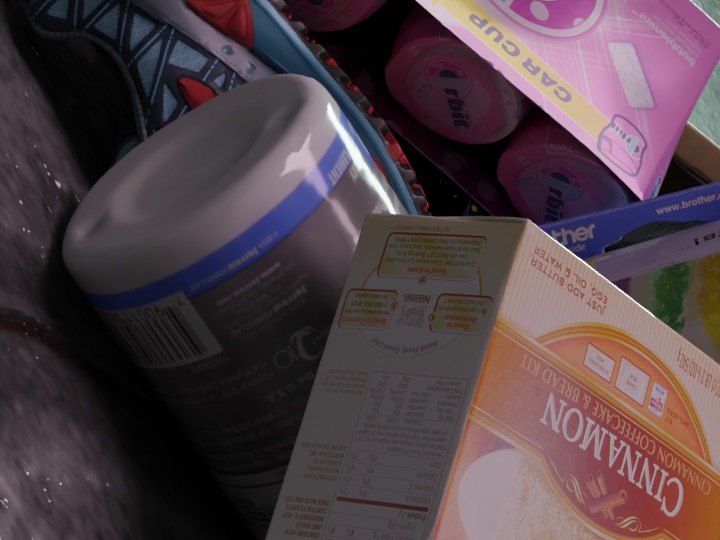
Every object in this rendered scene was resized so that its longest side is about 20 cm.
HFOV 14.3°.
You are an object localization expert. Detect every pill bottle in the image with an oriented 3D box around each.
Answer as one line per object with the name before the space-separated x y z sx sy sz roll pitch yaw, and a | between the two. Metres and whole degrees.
pill bottle | -0.010 0.039 1.040 0.200 0.113 0.114 56 16 -22

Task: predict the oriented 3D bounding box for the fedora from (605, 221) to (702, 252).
fedora | 0.148 0.027 1.239 0.200 0.092 0.201 23 51 -32

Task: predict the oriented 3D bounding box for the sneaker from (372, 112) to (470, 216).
sneaker | 0.000 0.000 1.220 0.076 0.088 0.200 29 23 -22

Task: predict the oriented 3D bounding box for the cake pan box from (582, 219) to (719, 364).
cake pan box | 0.164 0.076 1.113 0.052 0.183 0.201 -80 156 -75

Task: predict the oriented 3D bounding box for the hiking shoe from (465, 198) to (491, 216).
hiking shoe | 0.055 -0.010 1.362 0.100 0.076 0.200 30 22 -9

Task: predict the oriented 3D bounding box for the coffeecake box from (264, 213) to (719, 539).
coffeecake box | 0.043 0.104 0.954 0.153 0.073 0.201 34 67 -45

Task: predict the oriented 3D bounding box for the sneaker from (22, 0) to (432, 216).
sneaker | -0.051 -0.055 1.107 0.200 0.095 0.079 50 1 -4

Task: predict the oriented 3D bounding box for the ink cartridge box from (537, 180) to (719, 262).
ink cartridge box | 0.132 0.058 1.161 0.042 0.119 0.201 -99 175 -69

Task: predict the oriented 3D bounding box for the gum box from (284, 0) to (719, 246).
gum box | 0.052 -0.105 1.170 0.200 0.066 0.114 40 47 -10

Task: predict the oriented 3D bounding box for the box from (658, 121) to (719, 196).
box | 0.093 -0.085 1.362 0.200 0.021 0.164 39 -8 3
